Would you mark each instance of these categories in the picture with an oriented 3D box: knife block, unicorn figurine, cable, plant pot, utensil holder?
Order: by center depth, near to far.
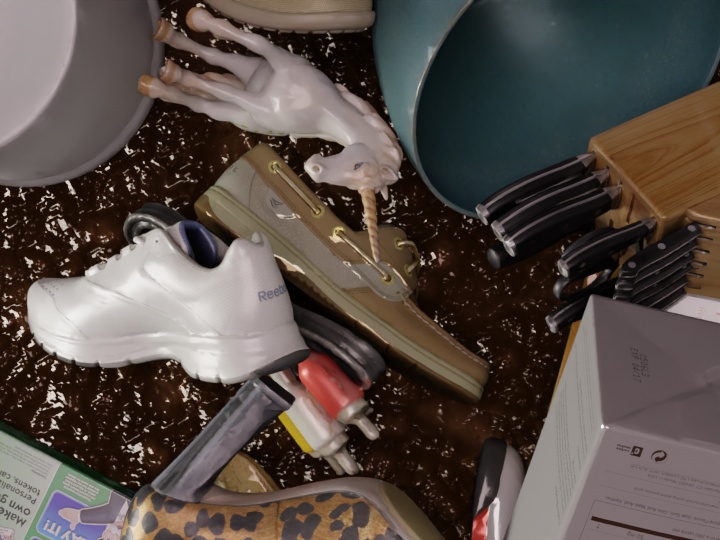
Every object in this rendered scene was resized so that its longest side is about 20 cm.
[{"bbox_3d":[0.157,-0.048,1.465,0.175,0.064,0.200,12,49,3],"label":"knife block"},{"bbox_3d":[0.086,-0.147,1.491,0.200,0.200,0.135,-41,50,6],"label":"plant pot"},{"bbox_3d":[-0.048,-0.093,1.493,0.137,0.200,0.074,24,103,-15],"label":"unicorn figurine"},{"bbox_3d":[-0.210,-0.134,1.507,0.170,0.200,0.170,0,90,6],"label":"utensil holder"},{"bbox_3d":[-0.061,0.033,1.547,0.200,0.097,0.050,42,59,2],"label":"cable"}]

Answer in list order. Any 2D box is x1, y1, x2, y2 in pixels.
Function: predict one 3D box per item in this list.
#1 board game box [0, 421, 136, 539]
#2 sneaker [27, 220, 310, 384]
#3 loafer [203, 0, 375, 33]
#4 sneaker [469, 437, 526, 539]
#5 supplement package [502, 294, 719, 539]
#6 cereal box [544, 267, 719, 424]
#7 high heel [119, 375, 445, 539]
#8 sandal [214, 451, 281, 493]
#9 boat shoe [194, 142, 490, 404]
[{"bbox_3d":[-0.220,0.163,1.596,0.200,0.029,0.135,27,95,6],"label":"board game box"},{"bbox_3d":[-0.112,0.012,1.529,0.200,0.074,0.087,2,105,37],"label":"sneaker"},{"bbox_3d":[-0.066,-0.187,1.490,0.200,0.076,0.068,32,118,37],"label":"loafer"},{"bbox_3d":[0.116,0.196,1.536,0.108,0.067,0.202,1,94,6],"label":"sneaker"},{"bbox_3d":[0.150,0.136,1.404,0.120,0.121,0.200,13,123,-7],"label":"supplement package"},{"bbox_3d":[0.210,0.072,1.489,0.200,0.040,0.144,15,92,8],"label":"cereal box"},{"bbox_3d":[-0.034,0.172,1.511,0.200,0.071,0.143,43,99,7],"label":"high heel"},{"bbox_3d":[-0.032,0.193,1.551,0.078,0.070,0.212,-42,86,6],"label":"sandal"},{"bbox_3d":[0.000,0.000,1.544,0.200,0.074,0.066,37,80,1],"label":"boat shoe"}]
